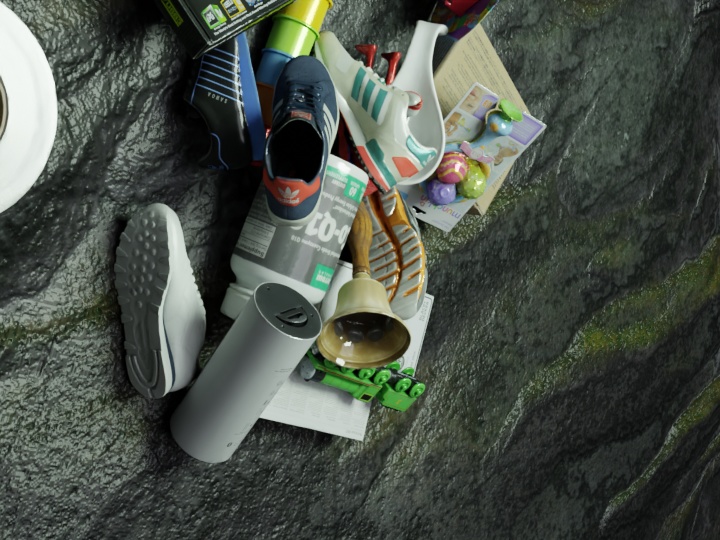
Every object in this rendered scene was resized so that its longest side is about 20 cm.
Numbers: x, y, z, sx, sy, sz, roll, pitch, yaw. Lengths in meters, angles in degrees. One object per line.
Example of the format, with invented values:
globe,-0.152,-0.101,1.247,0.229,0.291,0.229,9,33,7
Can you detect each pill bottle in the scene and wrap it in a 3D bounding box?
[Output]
pill bottle,-0.076,-0.032,1.148,0.112,0.113,0.202,21,90,-45

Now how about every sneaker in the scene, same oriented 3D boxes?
sneaker,0.019,-0.193,1.185,0.202,0.093,0.070,65,5,11
sneaker,0.047,-0.022,1.254,0.077,0.078,0.202,48,26,-47
sneaker,-0.151,-0.205,1.083,0.077,0.070,0.203,-12,90,-8
sneaker,-0.200,0.028,1.079,0.080,0.076,0.203,-18,116,-51
sneaker,-0.059,-0.149,1.059,0.085,0.074,0.202,93,-2,-63

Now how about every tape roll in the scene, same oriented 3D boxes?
tape roll,-0.362,-0.138,0.879,0.201,0.070,0.205,-10,104,-44

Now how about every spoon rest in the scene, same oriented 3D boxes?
spoon rest,0.060,-0.200,1.221,0.061,0.098,0.203,39,62,-79

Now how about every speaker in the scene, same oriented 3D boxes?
speaker,-0.120,0.108,1.083,0.081,0.082,0.201,2,134,-45

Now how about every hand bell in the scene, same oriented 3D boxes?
hand bell,0.000,0.000,1.183,0.104,0.103,0.202,43,32,-40

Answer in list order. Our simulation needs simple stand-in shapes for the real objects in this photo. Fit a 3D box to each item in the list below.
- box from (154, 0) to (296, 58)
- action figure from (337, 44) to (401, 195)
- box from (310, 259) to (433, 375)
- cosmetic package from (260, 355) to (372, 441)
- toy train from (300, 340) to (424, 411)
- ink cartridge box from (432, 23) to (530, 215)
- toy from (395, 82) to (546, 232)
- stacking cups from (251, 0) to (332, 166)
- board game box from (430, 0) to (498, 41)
box,-0.142,-0.339,1.037,0.200,0.047,0.194,-38,101,-33
action figure,0.004,-0.166,1.259,0.065,0.051,0.203,8,90,-41
box,-0.004,0.059,1.280,0.199,0.060,0.118,19,83,-46
cosmetic package,-0.068,0.144,1.237,0.199,0.050,0.084,23,77,-45
toy train,0.003,0.126,1.235,0.056,0.042,0.199,-48,138,16
ink cartridge box,0.130,-0.200,1.361,0.166,0.075,0.200,-56,131,-21
toy,0.126,-0.124,1.283,0.114,0.047,0.200,25,123,-24
stacking cups,-0.089,-0.214,1.154,0.060,0.060,0.202,23,84,-45
board game box,0.130,-0.364,1.264,0.039,0.200,0.159,30,102,-21
